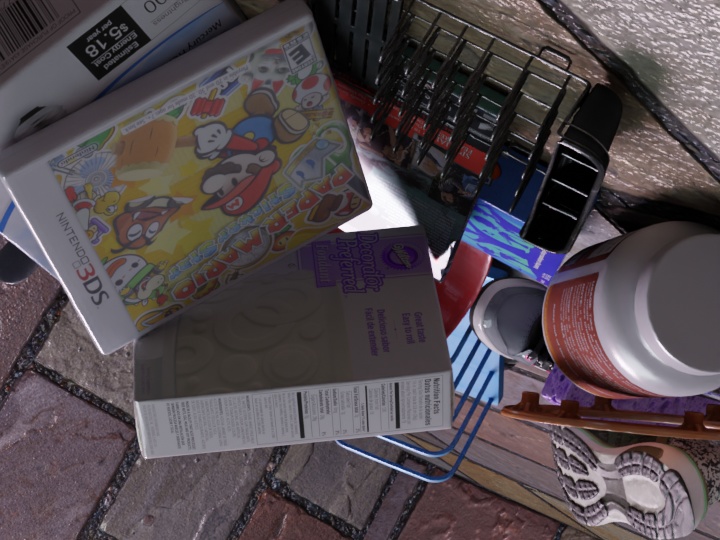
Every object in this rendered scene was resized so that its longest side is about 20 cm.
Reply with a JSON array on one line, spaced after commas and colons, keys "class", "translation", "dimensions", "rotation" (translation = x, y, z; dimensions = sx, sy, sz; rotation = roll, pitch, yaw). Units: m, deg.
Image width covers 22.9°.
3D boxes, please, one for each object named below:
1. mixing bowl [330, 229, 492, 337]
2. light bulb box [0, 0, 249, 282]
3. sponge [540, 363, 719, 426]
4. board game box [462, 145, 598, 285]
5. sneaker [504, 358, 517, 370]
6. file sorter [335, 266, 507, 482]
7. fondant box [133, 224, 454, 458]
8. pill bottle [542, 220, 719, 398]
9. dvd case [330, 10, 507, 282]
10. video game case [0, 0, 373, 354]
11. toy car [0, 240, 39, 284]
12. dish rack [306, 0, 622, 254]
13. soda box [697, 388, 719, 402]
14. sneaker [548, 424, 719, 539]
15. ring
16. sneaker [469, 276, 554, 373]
[{"class": "mixing bowl", "translation": [0.000, 0.000, 1.442], "dimensions": [0.108, 0.200, 0.200], "rotation": [43, 179, 29]}, {"class": "light bulb box", "translation": [-0.165, -0.118, 1.077], "dimensions": [0.125, 0.198, 0.200], "rotation": [55, -176, 33]}, {"class": "sponge", "translation": [0.230, 0.095, 1.437], "dimensions": [0.030, 0.112, 0.200], "rotation": [16, 165, 48]}, {"class": "board game box", "translation": [0.063, -0.066, 1.265], "dimensions": [0.200, 0.045, 0.152], "rotation": [29, 171, 6]}, {"class": "sneaker", "translation": [0.075, 0.025, 1.731], "dimensions": [0.200, 0.075, 0.087], "rotation": [36, -177, -4]}, {"class": "file sorter", "translation": [0.044, 0.081, 1.621], "dimensions": [0.139, 0.123, 0.200], "rotation": [21, 147, 18]}, {"class": "fondant box", "translation": [-0.047, 0.044, 1.162], "dimensions": [0.200, 0.144, 0.058], "rotation": [-5, 132, -4]}, {"class": "pill bottle", "translation": [0.195, 0.028, 1.159], "dimensions": [0.112, 0.112, 0.200], "rotation": [30, 172, -6]}, {"class": "dvd case", "translation": [0.014, -0.080, 1.177], "dimensions": [0.146, 0.022, 0.200], "rotation": [28, 147, 7]}, {"class": "video game case", "translation": [-0.098, -0.052, 1.069], "dimensions": [0.023, 0.200, 0.182], "rotation": [54, 170, 38]}, {"class": "toy car", "translation": [-0.176, -0.052, 1.247], "dimensions": [0.164, 0.200, 0.158], "rotation": [43, 151, 45]}, {"class": "dish rack", "translation": [0.052, -0.097, 1.024], "dimensions": [0.200, 0.055, 0.153], "rotation": [28, 161, 7]}, {"class": "soda box", "translation": [0.262, 0.059, 1.274], "dimensions": [0.068, 0.064, 0.200], "rotation": [26, 174, -28]}, {"class": "sneaker", "translation": [0.204, 0.140, 1.260], "dimensions": [0.088, 0.077, 0.200], "rotation": [-14, -168, -23]}, {"class": "ring", "translation": [0.198, 0.101, 1.245], "dimensions": [0.200, 0.019, 0.200], "rotation": [5, 179, 0]}, {"class": "sneaker", "translation": [0.191, 0.075, 1.528], "dimensions": [0.200, 0.084, 0.121], "rotation": [26, 180, -40]}]
